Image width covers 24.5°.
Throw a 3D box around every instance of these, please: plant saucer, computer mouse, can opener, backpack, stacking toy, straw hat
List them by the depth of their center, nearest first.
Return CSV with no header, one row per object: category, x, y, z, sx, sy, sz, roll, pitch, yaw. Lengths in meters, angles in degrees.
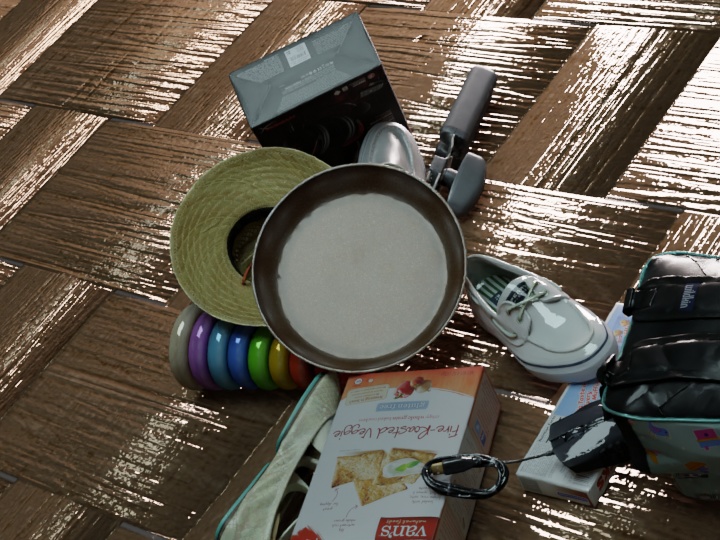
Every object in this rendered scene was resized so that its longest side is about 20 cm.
backpack,0.304,0.081,1.256,0.198,0.154,0.177,-7,42,39
computer mouse,0.145,0.140,1.325,0.198,0.034,0.059,-15,51,-4
plant saucer,0.000,0.000,1.513,0.197,0.032,0.203,-3,71,7
stacking toy,-0.080,0.078,1.567,0.198,0.086,0.086,4,46,28
straw hat,-0.080,-0.013,1.602,0.198,0.085,0.203,-4,64,9
can opener,0.113,-0.129,1.724,0.066,0.054,0.201,22,51,6

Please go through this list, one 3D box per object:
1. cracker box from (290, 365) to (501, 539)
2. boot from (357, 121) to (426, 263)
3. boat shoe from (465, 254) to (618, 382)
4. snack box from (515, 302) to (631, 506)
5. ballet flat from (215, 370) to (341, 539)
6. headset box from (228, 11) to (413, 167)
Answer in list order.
cracker box,0.031,0.175,1.396,0.132,0.058,0.201,-6,43,26
boot,0.038,-0.077,1.610,0.073,0.096,0.202,1,61,-8
boat shoe,0.145,0.039,1.455,0.074,0.067,0.199,-44,31,-14
snack box,0.207,0.108,1.392,0.071,0.024,0.201,8,49,38
ballet flat,-0.054,0.179,1.456,0.062,0.068,0.201,25,61,15
headset box,-0.033,-0.158,1.721,0.147,0.200,0.076,-25,62,2
